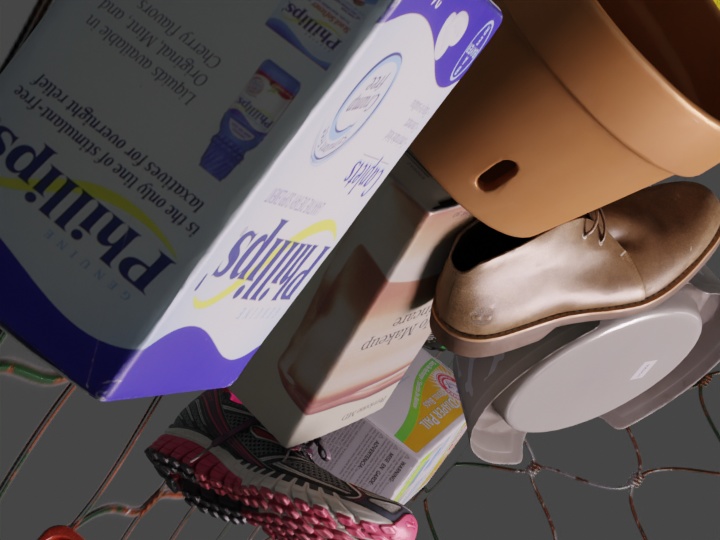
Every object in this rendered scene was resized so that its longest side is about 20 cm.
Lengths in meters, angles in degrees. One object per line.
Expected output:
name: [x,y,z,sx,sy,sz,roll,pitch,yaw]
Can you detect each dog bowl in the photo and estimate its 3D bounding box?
dog bowl: [0.150,0.050,1.455,0.200,0.059,0.200,-22,156,-10]

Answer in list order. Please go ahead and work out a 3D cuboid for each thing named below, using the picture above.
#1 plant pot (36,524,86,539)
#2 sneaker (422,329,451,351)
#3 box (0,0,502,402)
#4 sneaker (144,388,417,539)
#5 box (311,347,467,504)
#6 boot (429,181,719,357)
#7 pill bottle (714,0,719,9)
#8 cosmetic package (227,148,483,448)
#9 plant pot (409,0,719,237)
plant pot: [-0.181,0.296,1.350,0.200,0.200,0.176,-50,-177,-16]
sneaker: [0.078,-0.042,1.369,0.085,0.078,0.200,18,108,-32]
box: [-0.053,-0.059,0.853,0.200,0.105,0.184,-53,170,6]
sneaker: [-0.045,0.122,1.375,0.075,0.200,0.081,-51,140,-22]
box: [0.017,0.147,1.969,0.113,0.101,0.200,-55,170,21]
boot: [0.134,-0.016,1.307,0.200,0.074,0.076,-22,141,-22]
pill bottle: [0.178,-0.184,1.485,0.200,0.109,0.109,-43,167,-42]
cosmetic package: [0.000,0.000,1.328,0.103,0.087,0.200,-22,151,-47]
plant pot: [0.102,-0.113,1.206,0.140,0.200,0.200,-38,177,25]
